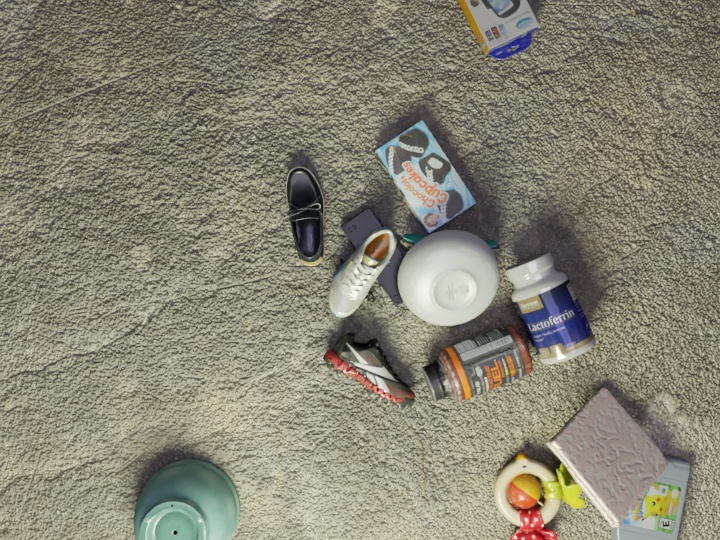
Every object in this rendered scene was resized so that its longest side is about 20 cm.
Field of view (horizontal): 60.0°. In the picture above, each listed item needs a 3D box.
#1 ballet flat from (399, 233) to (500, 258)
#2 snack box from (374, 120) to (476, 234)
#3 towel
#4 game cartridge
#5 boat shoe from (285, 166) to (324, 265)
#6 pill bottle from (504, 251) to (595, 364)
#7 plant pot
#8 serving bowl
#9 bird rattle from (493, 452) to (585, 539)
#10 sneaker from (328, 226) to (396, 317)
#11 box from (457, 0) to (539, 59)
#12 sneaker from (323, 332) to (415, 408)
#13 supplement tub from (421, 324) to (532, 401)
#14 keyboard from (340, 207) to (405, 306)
[{"bbox_3d":[0.176,-0.030,1.246,0.200,0.072,0.072,5,87,-1],"label":"ballet flat"},{"bbox_3d":[0.130,-0.187,1.262,0.116,0.037,0.200,-33,89,-3],"label":"snack box"},{"bbox_3d":[0.475,0.352,1.197,0.200,0.032,0.191,-30,74,-32],"label":"towel"},{"bbox_3d":[0.577,0.466,1.254,0.133,0.040,0.200,12,87,2],"label":"game cartridge"},{"bbox_3d":[-0.107,-0.110,1.237,0.074,0.062,0.200,-7,86,-1],"label":"boat shoe"},{"bbox_3d":[0.367,0.072,1.222,0.116,0.116,0.200,-24,88,-3],"label":"pill bottle"},{"bbox_3d":[-0.334,0.470,1.166,0.200,0.134,0.201,0,87,-3],"label":"plant pot"},{"bbox_3d":[0.175,0.026,1.200,0.200,0.066,0.200,-2,115,-5],"label":"serving bowl"},{"bbox_3d":[0.340,0.454,1.233,0.163,0.113,0.200,36,100,11],"label":"bird rattle"},{"bbox_3d":[0.000,0.000,1.207,0.076,0.081,0.200,31,87,-3],"label":"sneaker"},{"bbox_3d":[0.278,-0.539,1.283,0.119,0.041,0.200,-27,87,-3],"label":"box"},{"bbox_3d":[0.031,0.191,1.224,0.200,0.071,0.098,32,89,1],"label":"sneaker"},{"bbox_3d":[0.224,0.187,1.216,0.200,0.107,0.107,-21,89,-3],"label":"supplement tub"},{"bbox_3d":[0.026,-0.015,1.260,0.127,0.021,0.200,-34,88,-4],"label":"keyboard"}]
